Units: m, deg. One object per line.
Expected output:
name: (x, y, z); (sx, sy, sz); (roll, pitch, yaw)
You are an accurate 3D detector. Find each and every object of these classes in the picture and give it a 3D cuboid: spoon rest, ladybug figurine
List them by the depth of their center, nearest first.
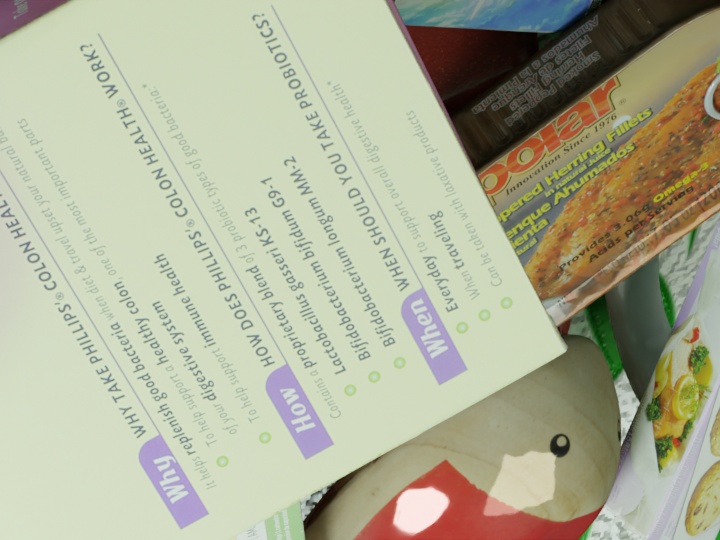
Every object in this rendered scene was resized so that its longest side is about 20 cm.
spoon rest: (0.129, -0.037, 0.974); (0.099, 0.061, 0.202); (-13, 117, -25)
ladybug figurine: (0.041, 0.106, 0.974); (0.135, 0.072, 0.200); (-13, 153, -46)

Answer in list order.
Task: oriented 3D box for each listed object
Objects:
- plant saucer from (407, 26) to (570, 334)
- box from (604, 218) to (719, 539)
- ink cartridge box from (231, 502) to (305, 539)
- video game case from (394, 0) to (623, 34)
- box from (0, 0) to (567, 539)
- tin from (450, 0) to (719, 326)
plant saucer: (0.000, 0.000, 0.925); (0.199, 0.037, 0.201); (-25, 133, -14)
box: (0.160, 0.020, 0.956); (0.041, 0.039, 0.201); (15, 102, -37)
ink cartridge box: (-0.121, 0.114, 0.873); (0.199, 0.048, 0.146); (-21, 153, -9)
video game case: (0.055, -0.182, 0.801); (0.180, 0.045, 0.201); (-1, 120, -31)
box: (-0.066, -0.014, 0.728); (0.199, 0.097, 0.177); (-29, 112, 1)
tin: (0.090, -0.044, 0.880); (0.199, 0.042, 0.112); (-35, 146, 5)
